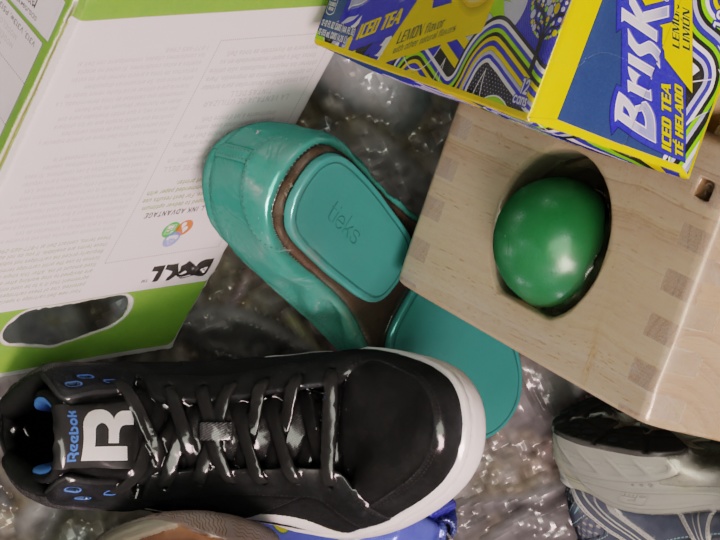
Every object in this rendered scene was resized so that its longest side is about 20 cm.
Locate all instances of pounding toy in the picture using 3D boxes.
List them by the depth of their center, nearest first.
[{"bbox_3d":[0.127,-0.023,0.946,0.199,0.184,0.143,13,100,-38],"label":"pounding toy"}]

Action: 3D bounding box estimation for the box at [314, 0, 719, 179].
[{"bbox_3d":[0.053,-0.087,0.879,0.064,0.200,0.070,18,95,-23],"label":"box"}]

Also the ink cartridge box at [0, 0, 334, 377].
[{"bbox_3d":[-0.105,-0.055,0.992,0.076,0.147,0.200,50,127,27],"label":"ink cartridge box"}]

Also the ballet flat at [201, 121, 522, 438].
[{"bbox_3d":[0.000,0.000,1.032,0.067,0.070,0.200,-54,139,-11],"label":"ballet flat"}]

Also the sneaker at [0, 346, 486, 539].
[{"bbox_3d":[-0.059,0.068,0.985,0.199,0.112,0.073,-7,83,39],"label":"sneaker"}]

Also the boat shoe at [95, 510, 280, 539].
[{"bbox_3d":[-0.088,0.159,1.021,0.075,0.072,0.200,13,144,-23],"label":"boat shoe"}]

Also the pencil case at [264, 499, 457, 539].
[{"bbox_3d":[-0.024,0.160,1.068,0.087,0.078,0.201,28,102,28],"label":"pencil case"}]

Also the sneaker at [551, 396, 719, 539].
[{"bbox_3d":[0.170,0.107,1.038,0.199,0.077,0.087,14,120,40],"label":"sneaker"}]
